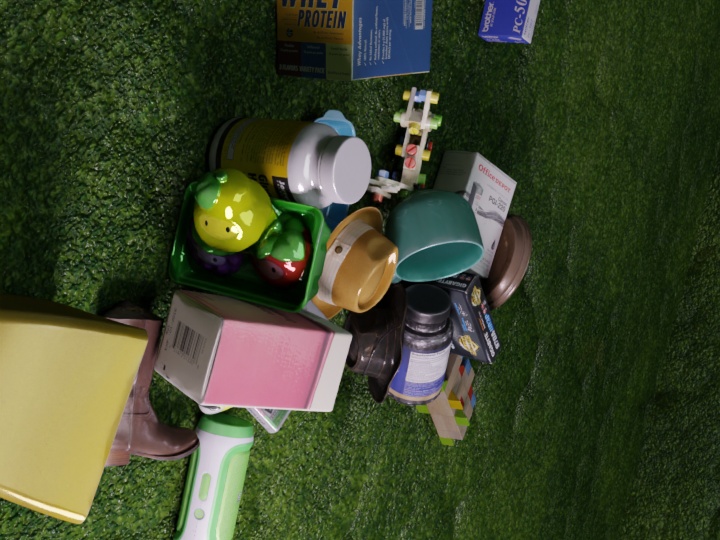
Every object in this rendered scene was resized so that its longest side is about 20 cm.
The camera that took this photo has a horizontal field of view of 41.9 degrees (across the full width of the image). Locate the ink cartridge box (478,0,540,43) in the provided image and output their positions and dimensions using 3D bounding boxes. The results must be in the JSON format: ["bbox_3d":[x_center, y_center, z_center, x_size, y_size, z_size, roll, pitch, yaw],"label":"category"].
[{"bbox_3d":[0.289,-0.526,1.746,0.044,0.094,0.201,13,89,-56],"label":"ink cartridge box"}]

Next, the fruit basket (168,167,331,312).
[{"bbox_3d":[-0.149,-0.042,1.174,0.215,0.215,0.156,11,92,-56],"label":"fruit basket"}]

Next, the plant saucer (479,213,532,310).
[{"bbox_3d":[0.249,-0.018,1.784,0.029,0.200,0.201,22,81,-26],"label":"plant saucer"}]

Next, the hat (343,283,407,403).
[{"bbox_3d":[0.013,0.115,1.554,0.081,0.201,0.201,11,92,-12],"label":"hat"}]

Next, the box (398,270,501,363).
[{"bbox_3d":[0.156,0.073,1.687,0.046,0.159,0.200,-54,140,-29],"label":"box"}]

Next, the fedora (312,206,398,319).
[{"bbox_3d":[0.000,0.000,1.473,0.201,0.082,0.201,-46,151,-35],"label":"fedora"}]

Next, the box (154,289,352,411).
[{"bbox_3d":[-0.132,0.101,1.172,0.200,0.128,0.109,10,98,-42],"label":"box"}]

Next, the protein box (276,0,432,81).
[{"bbox_3d":[-0.005,-0.379,1.334,0.200,0.135,0.199,-21,117,-51],"label":"protein box"}]

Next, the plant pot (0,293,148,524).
[{"bbox_3d":[-0.364,0.117,0.939,0.176,0.200,0.201,25,79,-44],"label":"plant pot"}]

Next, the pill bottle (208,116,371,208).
[{"bbox_3d":[-0.091,-0.139,1.226,0.112,0.200,0.113,-19,114,-52],"label":"pill bottle"}]

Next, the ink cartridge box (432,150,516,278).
[{"bbox_3d":[0.196,-0.103,1.742,0.146,0.085,0.201,27,76,-45],"label":"ink cartridge box"}]

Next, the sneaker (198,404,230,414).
[{"bbox_3d":[-0.150,0.157,1.352,0.200,0.075,0.077,-33,132,-41],"label":"sneaker"}]

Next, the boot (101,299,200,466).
[{"bbox_3d":[-0.265,0.140,1.197,0.186,0.064,0.201,4,93,-58],"label":"boot"}]

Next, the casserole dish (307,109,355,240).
[{"bbox_3d":[-0.061,-0.142,1.415,0.121,0.039,0.201,-8,108,-54],"label":"casserole dish"}]

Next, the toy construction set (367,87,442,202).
[{"bbox_3d":[0.078,-0.195,1.547,0.200,0.092,0.131,-64,173,-1],"label":"toy construction set"}]

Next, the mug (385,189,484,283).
[{"bbox_3d":[0.103,-0.060,1.560,0.152,0.184,0.115,61,16,-66],"label":"mug"}]

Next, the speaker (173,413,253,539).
[{"bbox_3d":[-0.205,0.305,1.309,0.088,0.088,0.201,9,92,-56],"label":"speaker"}]

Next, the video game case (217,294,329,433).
[{"bbox_3d":[-0.131,0.092,1.309,0.182,0.022,0.200,50,47,-17],"label":"video game case"}]

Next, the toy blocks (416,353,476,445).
[{"bbox_3d":[0.180,0.230,1.846,0.137,0.100,0.200,-63,144,-39],"label":"toy blocks"}]

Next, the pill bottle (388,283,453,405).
[{"bbox_3d":[0.101,0.127,1.628,0.112,0.112,0.200,-36,144,-44],"label":"pill bottle"}]
